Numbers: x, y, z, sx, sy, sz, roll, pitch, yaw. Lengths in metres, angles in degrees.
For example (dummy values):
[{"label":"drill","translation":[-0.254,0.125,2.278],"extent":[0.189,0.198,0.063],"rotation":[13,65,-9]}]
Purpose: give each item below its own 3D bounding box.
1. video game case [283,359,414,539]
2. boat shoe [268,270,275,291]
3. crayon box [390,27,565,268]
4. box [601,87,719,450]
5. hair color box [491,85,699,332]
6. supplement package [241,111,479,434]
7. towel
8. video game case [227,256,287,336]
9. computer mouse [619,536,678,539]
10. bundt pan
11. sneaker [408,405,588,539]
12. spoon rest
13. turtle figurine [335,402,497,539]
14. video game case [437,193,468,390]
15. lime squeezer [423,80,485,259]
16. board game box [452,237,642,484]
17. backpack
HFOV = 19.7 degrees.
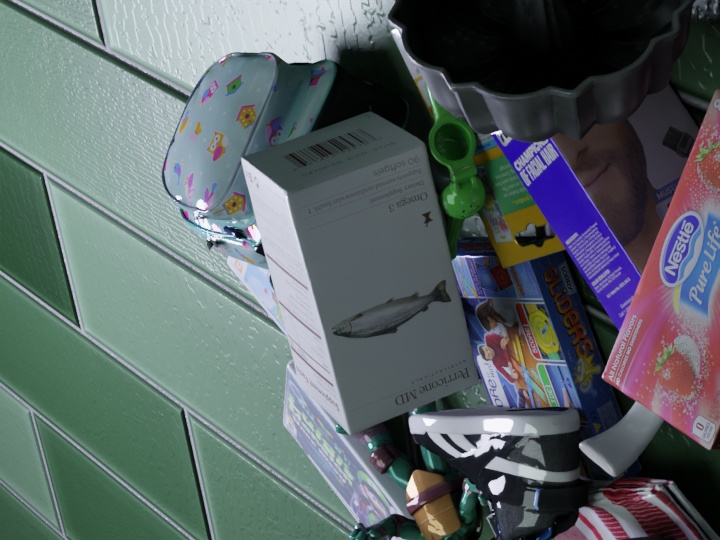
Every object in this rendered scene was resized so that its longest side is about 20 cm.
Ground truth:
[{"label":"video game case","translation":[-0.007,0.190,1.972],"extent":[0.200,0.023,0.182],"rotation":[52,164,15]},{"label":"boat shoe","translation":[0.002,0.025,1.735],"extent":[0.199,0.062,0.075],"rotation":[24,127,37]},{"label":"crayon box","translation":[0.110,-0.110,1.529],"extent":[0.126,0.051,0.201],"rotation":[-18,98,62]},{"label":"box","translation":[0.242,0.002,1.271],"extent":[0.099,0.095,0.201],"rotation":[34,110,42]},{"label":"hair color box","translation":[0.182,-0.057,1.395],"extent":[0.201,0.109,0.065],"rotation":[57,152,9]},{"label":"supplement package","translation":[0.000,0.000,1.582],"extent":[0.117,0.116,0.202],"rotation":[37,145,63]},{"label":"towel","translation":[0.221,0.222,1.631],"extent":[0.144,0.023,0.200],"rotation":[49,155,-14]},{"label":"video game case","translation":[-0.046,0.007,1.877],"extent":[0.200,0.022,0.183],"rotation":[49,149,21]},{"label":"computer mouse","translation":[0.205,0.254,1.599],"extent":[0.199,0.046,0.140],"rotation":[-14,145,45]},{"label":"bundt pan","translation":[0.121,-0.160,1.329],"extent":[0.202,0.201,0.076],"rotation":[39,159,36]},{"label":"sneaker","translation":[0.104,0.167,1.655],"extent":[0.199,0.073,0.113],"rotation":[-6,89,60]},{"label":"spoon rest","translation":[0.214,0.056,1.513],"extent":[0.099,0.060,0.201],"rotation":[40,132,32]},{"label":"turtle figurine","translation":[0.059,0.202,1.823],"extent":[0.201,0.149,0.101],"rotation":[64,-168,20]},{"label":"video game case","translation":[0.019,-0.004,1.809],"extent":[0.199,0.023,0.184],"rotation":[22,132,50]},{"label":"lime squeezer","translation":[0.068,-0.085,1.544],"extent":[0.071,0.037,0.201],"rotation":[-103,1,-61]},{"label":"board game box","translation":[0.140,0.072,1.656],"extent":[0.135,0.034,0.201],"rotation":[2,116,59]},{"label":"backpack","translation":[-0.075,-0.091,1.718],"extent":[0.152,0.177,0.200],"rotation":[23,174,-22]}]
